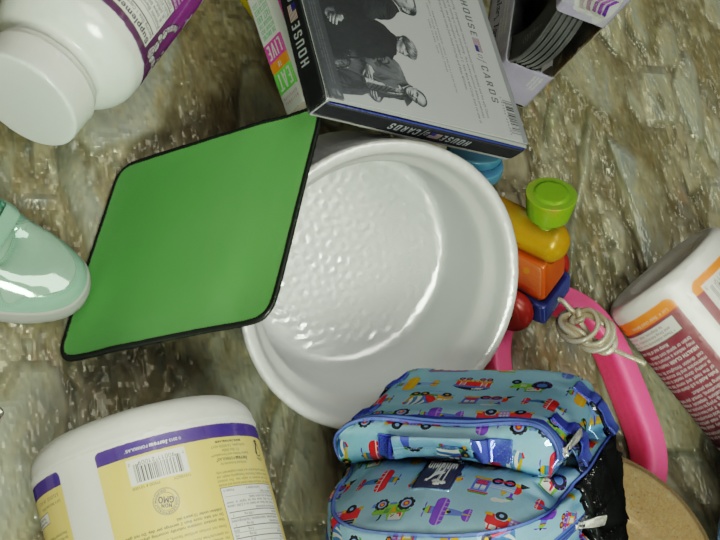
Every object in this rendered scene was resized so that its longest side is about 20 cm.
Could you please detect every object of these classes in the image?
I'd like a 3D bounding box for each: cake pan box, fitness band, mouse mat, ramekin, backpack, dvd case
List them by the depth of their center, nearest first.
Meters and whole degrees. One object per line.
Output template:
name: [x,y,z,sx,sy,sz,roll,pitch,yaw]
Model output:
backpack: [0.058,0.152,0.903,0.200,0.181,0.136,-31,119,-60]
mouse mat: [-0.112,-0.023,0.972,0.008,0.199,0.162,39,52,-40]
dvd case: [0.027,-0.160,1.020,0.199,0.025,0.151,8,60,-45]
ramekin: [0.000,0.000,1.023,0.199,0.098,0.202,-6,108,-19]
fitness band: [0.163,0.107,1.146,0.143,0.037,0.201,-12,76,-31]
cake pan box: [0.168,-0.256,1.217,0.052,0.184,0.201,18,62,-15]

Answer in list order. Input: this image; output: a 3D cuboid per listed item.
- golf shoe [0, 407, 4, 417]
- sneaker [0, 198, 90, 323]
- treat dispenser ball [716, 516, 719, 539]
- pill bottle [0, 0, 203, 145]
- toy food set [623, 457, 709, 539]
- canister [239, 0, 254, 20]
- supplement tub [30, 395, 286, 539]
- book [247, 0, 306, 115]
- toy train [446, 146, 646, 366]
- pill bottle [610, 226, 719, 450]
golf shoe: [-0.297,0.140,0.875,0.092,0.073,0.201,31,48,-5]
sneaker: [-0.253,-0.037,0.942,0.199,0.118,0.074,27,57,-16]
treat dispenser ball: [0.353,0.200,1.049,0.199,0.201,0.202,11,64,-23]
pill bottle: [-0.184,-0.185,1.046,0.112,0.112,0.201,36,58,-9]
toy food set: [0.164,0.219,1.035,0.197,0.049,0.201,20,55,-3]
canister: [-0.031,-0.237,1.164,0.148,0.086,0.201,-36,89,-33]
supplement tub: [-0.111,0.191,0.901,0.144,0.145,0.201,-8,73,-30]
book: [-0.025,-0.215,1.077,0.133,0.048,0.201,-10,76,-35]
toy train: [0.137,-0.017,1.098,0.199,0.116,0.085,27,45,17]
pill bottle: [0.303,0.075,1.186,0.114,0.114,0.200,-39,91,-34]
